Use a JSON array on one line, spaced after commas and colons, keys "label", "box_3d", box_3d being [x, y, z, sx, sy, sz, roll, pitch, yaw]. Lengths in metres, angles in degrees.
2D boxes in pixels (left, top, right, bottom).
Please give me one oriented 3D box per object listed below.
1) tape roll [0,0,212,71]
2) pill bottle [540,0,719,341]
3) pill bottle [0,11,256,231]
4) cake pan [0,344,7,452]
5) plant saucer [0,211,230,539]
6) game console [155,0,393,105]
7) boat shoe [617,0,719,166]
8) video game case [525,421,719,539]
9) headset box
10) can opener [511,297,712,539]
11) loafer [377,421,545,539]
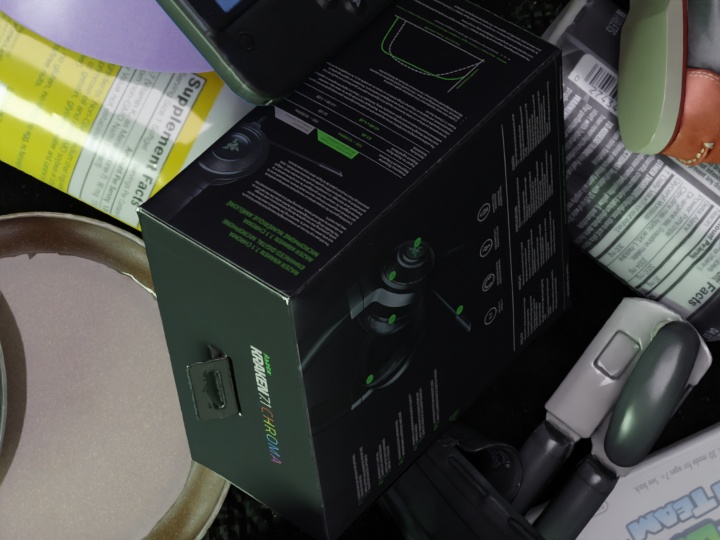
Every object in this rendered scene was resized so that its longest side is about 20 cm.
[{"label": "tape roll", "box_3d": [-0.102, -0.187, 1.197, 0.199, 0.201, 0.066, 26, 134, -2]}, {"label": "pill bottle", "box_3d": [0.157, -0.038, 1.254, 0.200, 0.106, 0.106, 38, 89, -3]}, {"label": "pill bottle", "box_3d": [-0.109, -0.084, 1.239, 0.199, 0.114, 0.115, 27, 89, -3]}, {"label": "cake pan", "box_3d": [-0.270, 0.062, 1.245, 0.199, 0.037, 0.202, -1, 88, 14]}, {"label": "plant saucer", "box_3d": [-0.158, 0.072, 1.280, 0.199, 0.032, 0.202, 0, 90, -1]}, {"label": "game console", "box_3d": [-0.032, -0.204, 1.085, 0.200, 0.118, 0.171, 49, 56, -6]}, {"label": "boat shoe", "box_3d": [0.161, -0.148, 1.181, 0.062, 0.071, 0.202, 6, 86, -19]}, {"label": "video game case", "box_3d": [0.194, 0.172, 1.297, 0.199, 0.024, 0.183, -24, 91, -1]}, {"label": "headset box", "box_3d": [0.000, 0.000, 1.164, 0.092, 0.175, 0.200, 29, 58, 29]}, {"label": "can opener", "box_3d": [0.095, 0.101, 1.239, 0.053, 0.067, 0.201, 36, 103, 6]}, {"label": "loafer", "box_3d": [0.045, 0.104, 1.226, 0.070, 0.201, 0.068, -29, 136, -3]}]
